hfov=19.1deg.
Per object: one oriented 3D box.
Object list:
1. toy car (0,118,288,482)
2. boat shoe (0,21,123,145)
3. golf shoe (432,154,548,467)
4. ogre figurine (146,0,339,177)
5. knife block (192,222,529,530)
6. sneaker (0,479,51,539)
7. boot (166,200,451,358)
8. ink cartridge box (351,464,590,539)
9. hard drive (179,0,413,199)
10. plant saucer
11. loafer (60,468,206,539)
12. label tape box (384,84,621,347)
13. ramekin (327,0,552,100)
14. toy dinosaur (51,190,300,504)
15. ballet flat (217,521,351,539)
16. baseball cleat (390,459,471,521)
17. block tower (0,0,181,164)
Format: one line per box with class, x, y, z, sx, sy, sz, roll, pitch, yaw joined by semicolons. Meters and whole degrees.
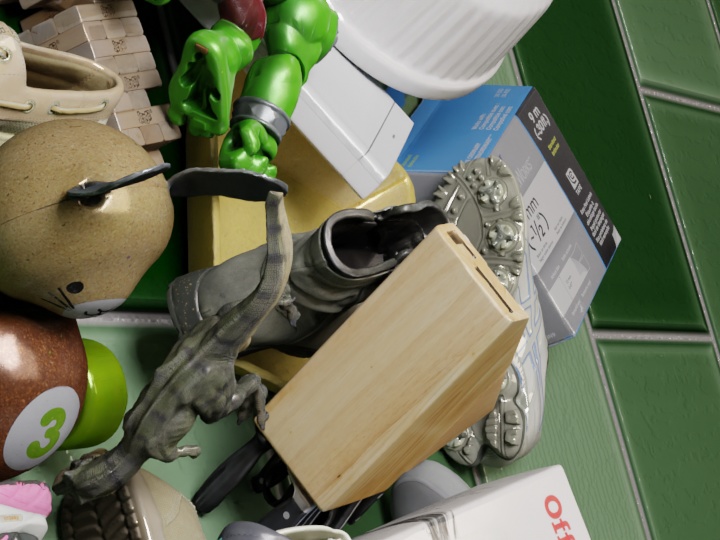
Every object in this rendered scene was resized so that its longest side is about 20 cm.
toy car;-0.132;-0.002;0.962;0.164;0.199;0.159;-1;71;-57
boat shoe;-0.193;-0.098;1.034;0.199;0.065;0.072;19;26;-53
golf shoe;0.086;0.028;1.405;0.097;0.078;0.202;11;79;-63
ogre figurine;-0.072;-0.156;1.147;0.200;0.098;0.120;52;48;-6
knife block;-0.009;0.079;1.108;0.175;0.200;0.064;-35;74;-18
sneaker;-0.199;0.136;0.896;0.199;0.080;0.087;2;79;-51
boot;0.000;0.000;1.143;0.200;0.130;0.068;-16;85;-59
ink cartridge box;0.044;0.206;1.160;0.199;0.084;0.147;-19;86;-37
hard drive;-0.049;-0.140;1.276;0.200;0.027;0.132;47;19;-8
plant saucer;-0.039;-0.002;1.257;0.199;0.048;0.201;30;48;-45
loafer;-0.086;0.187;1.036;0.068;0.075;0.202;4;67;-50
label tape box;0.095;-0.060;1.487;0.201;0.066;0.143;60;32;-16
ramekin;0.043;-0.216;1.349;0.202;0.094;0.204;26;48;-33
toy dinosaur;-0.066;0.041;0.994;0.047;0.200;0.088;45;25;18
ballet flat;0.004;0.163;1.047;0.199;0.073;0.074;21;53;-37
baseball cleat;0.054;0.212;1.248;0.106;0.069;0.201;-17;82;-53
block tower;-0.160;-0.144;1.151;0.058;0.054;0.201;-18;87;-60
